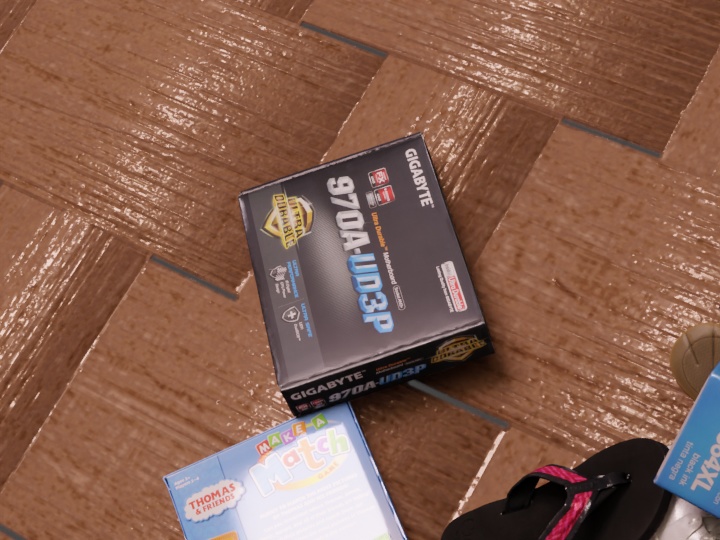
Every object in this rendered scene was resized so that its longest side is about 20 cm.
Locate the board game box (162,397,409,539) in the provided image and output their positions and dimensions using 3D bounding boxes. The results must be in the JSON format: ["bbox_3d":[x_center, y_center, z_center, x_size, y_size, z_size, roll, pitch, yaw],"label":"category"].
[{"bbox_3d":[-0.040,0.208,1.012,0.151,0.037,0.200,-24,62,0],"label":"board game box"}]

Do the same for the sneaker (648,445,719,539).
[{"bbox_3d":[0.240,0.186,0.863,0.074,0.116,0.200,-1,62,-23],"label":"sneaker"}]

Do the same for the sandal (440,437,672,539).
[{"bbox_3d":[0.120,0.166,0.937,0.200,0.045,0.075,-30,46,34],"label":"sandal"}]

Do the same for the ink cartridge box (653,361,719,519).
[{"bbox_3d":[0.297,0.127,0.853,0.200,0.146,0.084,29,108,17],"label":"ink cartridge box"}]

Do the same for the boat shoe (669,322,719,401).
[{"bbox_3d":[0.300,0.108,0.965,0.200,0.065,0.073,47,109,11],"label":"boat shoe"}]

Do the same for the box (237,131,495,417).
[{"bbox_3d":[0.000,0.000,1.081,0.159,0.046,0.200,-18,52,4],"label":"box"}]
